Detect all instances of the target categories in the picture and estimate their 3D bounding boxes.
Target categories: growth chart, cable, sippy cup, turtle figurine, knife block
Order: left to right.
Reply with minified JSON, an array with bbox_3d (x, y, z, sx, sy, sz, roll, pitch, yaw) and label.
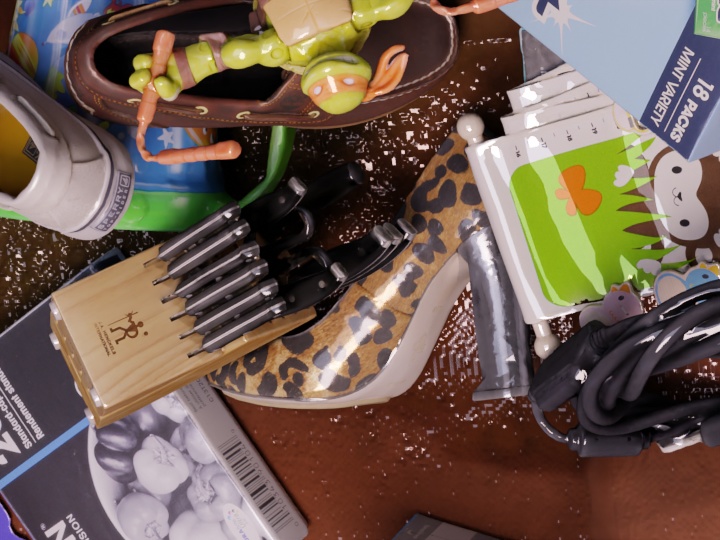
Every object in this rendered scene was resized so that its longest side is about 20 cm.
[{"bbox_3d":[-0.132,-0.092,0.922,0.140,0.178,0.131,-166,79,-64],"label":"sippy cup"},{"bbox_3d":[-0.068,0.011,0.901,0.175,0.200,0.064,-24,85,-13],"label":"knife block"},{"bbox_3d":[-0.018,-0.134,0.786,0.200,0.064,0.162,-22,70,11],"label":"turtle figurine"},{"bbox_3d":[0.135,-0.047,0.807,0.200,0.018,0.145,-28,87,36],"label":"growth chart"},{"bbox_3d":[0.172,0.053,0.793,0.163,0.200,0.051,11,67,-12],"label":"cable"}]

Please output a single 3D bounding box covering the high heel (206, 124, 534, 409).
[{"bbox_3d":[0.000,0.000,0.927,0.200,0.071,0.143,-6,87,29],"label":"high heel"}]

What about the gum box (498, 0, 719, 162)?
[{"bbox_3d":[0.110,-0.173,0.737,0.200,0.045,0.170,43,132,25],"label":"gum box"}]

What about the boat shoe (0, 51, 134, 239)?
[{"bbox_3d":[-0.196,-0.073,0.846,0.200,0.070,0.071,32,99,36],"label":"boat shoe"}]

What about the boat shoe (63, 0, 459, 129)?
[{"bbox_3d":[-0.042,-0.102,0.850,0.200,0.070,0.071,-10,89,-16],"label":"boat shoe"}]

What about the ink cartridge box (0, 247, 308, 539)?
[{"bbox_3d":[-0.160,0.122,1.030,0.200,0.043,0.198,-36,88,28],"label":"ink cartridge box"}]

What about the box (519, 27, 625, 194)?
[{"bbox_3d":[0.178,-0.082,0.827,0.200,0.049,0.082,0,103,23],"label":"box"}]

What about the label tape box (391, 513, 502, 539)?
[{"bbox_3d":[0.090,0.199,0.884,0.200,0.143,0.066,12,108,21],"label":"label tape box"}]
